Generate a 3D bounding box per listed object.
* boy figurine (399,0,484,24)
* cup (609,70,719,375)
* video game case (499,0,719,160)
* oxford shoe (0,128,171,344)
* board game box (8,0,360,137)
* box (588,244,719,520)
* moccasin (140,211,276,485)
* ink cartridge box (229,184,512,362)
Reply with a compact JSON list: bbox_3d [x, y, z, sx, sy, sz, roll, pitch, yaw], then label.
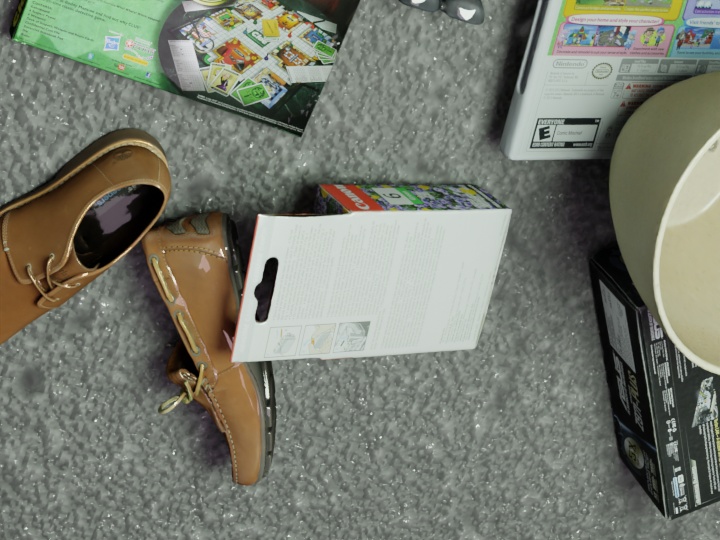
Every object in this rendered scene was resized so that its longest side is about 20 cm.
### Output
[{"bbox_3d":[0.084,-0.256,0.936,0.123,0.065,0.201,14,115,-23],"label":"boy figurine"},{"bbox_3d":[0.242,-0.051,1.005,0.198,0.143,0.202,-10,118,-20],"label":"cup"},{"bbox_3d":[0.202,-0.160,1.026,0.198,0.022,0.184,-3,124,-25],"label":"video game case"},{"bbox_3d":[-0.201,-0.007,0.965,0.200,0.071,0.071,-42,123,7],"label":"oxford shoe"},{"bbox_3d":[-0.106,-0.161,0.945,0.198,0.024,0.106,17,112,-26],"label":"board game box"},{"bbox_3d":[0.273,0.063,1.151,0.162,0.086,0.202,-20,121,-8],"label":"box"},{"bbox_3d":[-0.102,0.059,1.032,0.077,0.074,0.203,-11,124,3],"label":"moccasin"},{"bbox_3d":[0.000,0.000,1.024,0.198,0.050,0.110,-2,116,-32],"label":"ink cartridge box"}]
